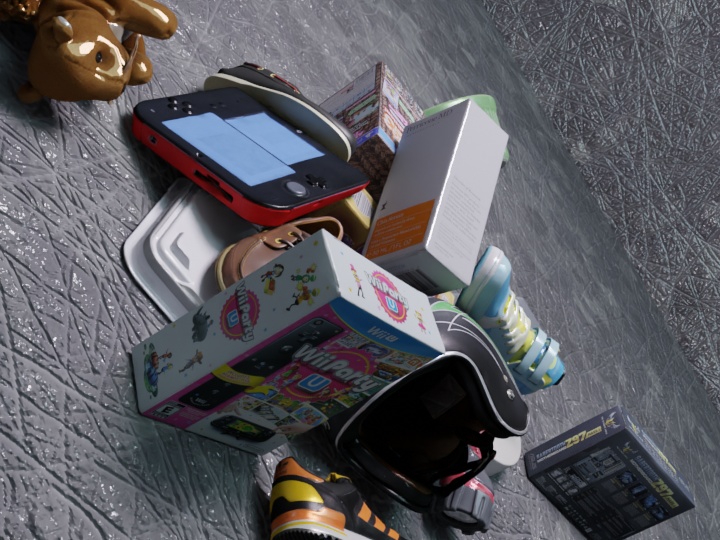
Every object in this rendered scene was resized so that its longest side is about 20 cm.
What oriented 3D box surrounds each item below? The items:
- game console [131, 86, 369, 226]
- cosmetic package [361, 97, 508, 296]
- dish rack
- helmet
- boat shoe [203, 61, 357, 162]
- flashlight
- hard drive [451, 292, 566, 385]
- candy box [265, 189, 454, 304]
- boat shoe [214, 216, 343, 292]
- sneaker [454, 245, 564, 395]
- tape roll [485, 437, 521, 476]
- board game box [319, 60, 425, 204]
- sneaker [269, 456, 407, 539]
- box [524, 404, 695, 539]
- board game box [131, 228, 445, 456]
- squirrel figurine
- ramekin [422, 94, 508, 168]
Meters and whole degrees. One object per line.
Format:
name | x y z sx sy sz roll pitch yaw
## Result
game console | -0.110 -0.121 1.013 0.200 0.031 0.177 37 36 20
cosmetic package | 0.078 -0.072 1.056 0.071 0.101 0.200 39 52 -29
dish rack | -0.128 -0.002 0.959 0.172 0.044 0.200 52 24 -16
helmet | 0.050 0.116 0.992 0.191 0.200 0.200 45 24 -8
boat shoe | -0.081 -0.177 1.127 0.201 0.074 0.063 29 44 26
flashlight | 0.134 0.188 1.125 0.068 0.068 0.200 33 57 -16
hard drive | 0.143 0.085 1.269 0.200 0.033 0.140 3 41 -28
candy box | 0.000 0.000 1.119 0.200 0.117 0.057 47 32 -23
boat shoe | -0.072 -0.013 0.944 0.072 0.068 0.200 57 23 -4
sneaker | 0.164 0.059 1.069 0.130 0.200 0.080 27 62 12
tape roll | 0.138 0.166 1.304 0.203 0.037 0.203 44 26 -28
board game box | -0.010 -0.135 1.223 0.097 0.159 0.200 47 25 -26
sneaker | -0.003 0.223 0.889 0.200 0.070 0.090 35 35 -41
box | 0.349 0.293 1.420 0.200 0.158 0.051 45 26 -27
board game box | -0.058 0.065 0.809 0.147 0.200 0.064 31 34 -47
squirrel figurine | -0.266 -0.231 0.894 0.200 0.142 0.187 32 41 -21
ramekin | 0.123 -0.174 1.514 0.200 0.200 0.098 -5 73 -65
